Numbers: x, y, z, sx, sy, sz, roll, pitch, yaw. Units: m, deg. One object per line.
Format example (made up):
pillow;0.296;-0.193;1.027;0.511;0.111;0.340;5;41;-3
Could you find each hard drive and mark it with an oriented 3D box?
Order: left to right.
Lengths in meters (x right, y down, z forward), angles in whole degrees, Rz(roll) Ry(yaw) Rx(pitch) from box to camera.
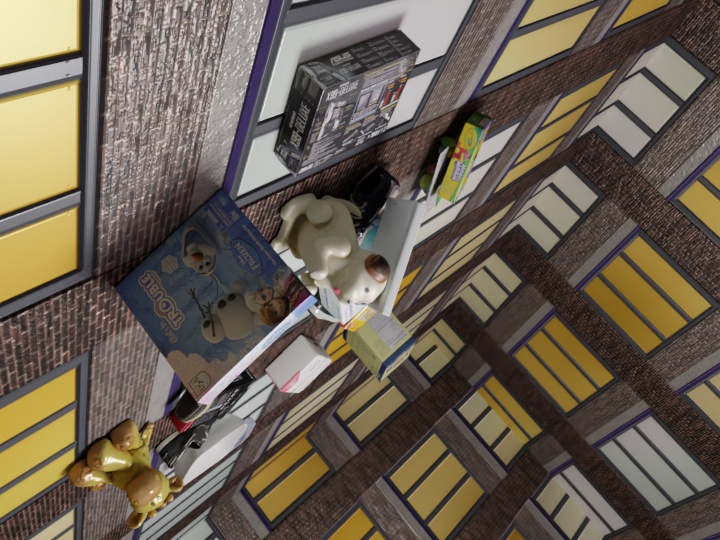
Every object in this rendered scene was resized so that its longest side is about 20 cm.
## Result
hard drive;0.052;-0.030;1.171;0.132;0.026;0.204;23;-84;67

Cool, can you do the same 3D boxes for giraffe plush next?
giraffe plush;-0.456;0.419;1.294;0.172;0.162;0.200;-43;165;1

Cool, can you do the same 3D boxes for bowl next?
bowl;-0.419;0.478;1.751;0.198;0.075;0.201;-28;158;-48

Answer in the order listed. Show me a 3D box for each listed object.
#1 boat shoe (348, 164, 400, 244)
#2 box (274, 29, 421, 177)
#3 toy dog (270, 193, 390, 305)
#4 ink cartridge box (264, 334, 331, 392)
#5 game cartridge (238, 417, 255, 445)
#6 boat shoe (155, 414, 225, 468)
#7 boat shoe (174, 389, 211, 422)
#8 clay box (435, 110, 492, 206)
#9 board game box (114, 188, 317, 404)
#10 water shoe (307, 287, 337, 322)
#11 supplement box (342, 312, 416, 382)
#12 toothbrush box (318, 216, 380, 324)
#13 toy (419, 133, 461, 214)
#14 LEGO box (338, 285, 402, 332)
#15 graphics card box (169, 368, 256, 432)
boat shoe;-0.009;-0.117;1.233;0.201;0.074;0.093;-52;159;0
box;-0.018;-0.233;0.894;0.199;0.050;0.159;-34;162;-35
toy dog;-0.041;-0.023;1.122;0.192;0.201;0.140;-26;159;-47
ink cartridge box;-0.172;0.269;1.823;0.145;0.085;0.200;-43;164;-2
game cartridge;-0.419;0.540;2.005;0.199;0.041;0.134;-31;164;-43
boat shoe;-0.412;0.413;1.605;0.199;0.068;0.072;-35;162;-38
boat shoe;-0.330;0.237;1.343;0.201;0.073;0.065;-50;154;8
clay box;0.225;-0.237;1.414;0.115;0.047;0.203;-51;161;-58
board game box;-0.193;0.032;0.851;0.199;0.200;0.043;-43;164;-3
water shoe;-0.070;0.078;1.592;0.079;0.072;0.200;-48;166;10
supplement box;0.058;0.225;2.101;0.133;0.200;0.201;-37;165;-18
toothbrush box;0.000;0.000;1.464;0.199;0.085;0.148;-36;146;-24
toy;0.167;-0.216;1.453;0.115;0.047;0.202;-46;163;-40
LEGO box;0.016;0.074;1.805;0.200;0.077;0.149;-44;166;2
graphics card box;-0.342;0.299;1.505;0.126;0.051;0.199;-49;164;18
